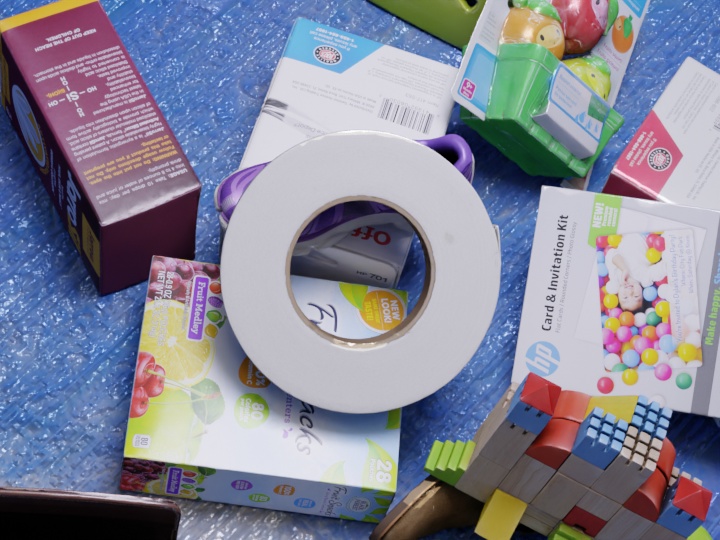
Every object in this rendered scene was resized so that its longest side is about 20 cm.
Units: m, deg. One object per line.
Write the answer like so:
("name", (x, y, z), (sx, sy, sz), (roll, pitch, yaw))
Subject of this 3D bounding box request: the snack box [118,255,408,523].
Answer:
("snack box", (-0.069, 0.087, 1.269), (0.198, 0.068, 0.170), (8, 59, -7))

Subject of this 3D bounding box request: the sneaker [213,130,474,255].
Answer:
("sneaker", (-0.011, -0.071, 1.263), (0.198, 0.084, 0.081), (-12, 64, -14))

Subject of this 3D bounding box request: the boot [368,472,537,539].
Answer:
("boot", (0.099, 0.166, 1.254), (0.199, 0.074, 0.076), (-25, 74, -25))

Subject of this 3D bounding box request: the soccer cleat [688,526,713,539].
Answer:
("soccer cleat", (0.175, 0.235, 1.228), (0.199, 0.068, 0.082), (-13, 64, -20))

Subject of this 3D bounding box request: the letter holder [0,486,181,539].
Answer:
("letter holder", (-0.222, 0.212, 1.126), (0.198, 0.142, 0.101), (4, 59, -8))

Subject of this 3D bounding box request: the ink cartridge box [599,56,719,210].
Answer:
("ink cartridge box", (0.312, -0.058, 1.409), (0.199, 0.084, 0.145), (33, 61, 10))

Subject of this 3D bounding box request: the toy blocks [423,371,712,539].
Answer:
("toy blocks", (0.160, 0.132, 1.165), (0.199, 0.137, 0.100), (28, 51, -1))

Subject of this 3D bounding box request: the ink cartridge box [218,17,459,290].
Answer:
("ink cartridge box", (-0.015, -0.085, 1.366), (0.145, 0.086, 0.201), (18, 61, 1))

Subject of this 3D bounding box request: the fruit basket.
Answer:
("fruit basket", (0.167, -0.185, 1.396), (0.093, 0.185, 0.201), (15, 75, 47))

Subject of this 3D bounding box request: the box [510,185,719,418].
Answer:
("box", (0.225, 0.026, 1.306), (0.198, 0.041, 0.157), (9, 87, 13))

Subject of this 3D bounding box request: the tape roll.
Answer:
("tape roll", (0.000, 0.000, 1.212), (0.201, 0.037, 0.205), (0, 93, -5))

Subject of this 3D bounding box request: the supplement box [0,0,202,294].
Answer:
("supplement box", (-0.205, -0.099, 1.327), (0.085, 0.111, 0.201), (-22, 66, -20))

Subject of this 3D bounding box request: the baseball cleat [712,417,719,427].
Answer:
("baseball cleat", (0.264, 0.060, 1.341), (0.199, 0.070, 0.107), (18, 59, 1))

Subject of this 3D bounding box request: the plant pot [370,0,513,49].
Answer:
("plant pot", (0.080, -0.344, 1.478), (0.199, 0.182, 0.200), (28, 60, 8))
